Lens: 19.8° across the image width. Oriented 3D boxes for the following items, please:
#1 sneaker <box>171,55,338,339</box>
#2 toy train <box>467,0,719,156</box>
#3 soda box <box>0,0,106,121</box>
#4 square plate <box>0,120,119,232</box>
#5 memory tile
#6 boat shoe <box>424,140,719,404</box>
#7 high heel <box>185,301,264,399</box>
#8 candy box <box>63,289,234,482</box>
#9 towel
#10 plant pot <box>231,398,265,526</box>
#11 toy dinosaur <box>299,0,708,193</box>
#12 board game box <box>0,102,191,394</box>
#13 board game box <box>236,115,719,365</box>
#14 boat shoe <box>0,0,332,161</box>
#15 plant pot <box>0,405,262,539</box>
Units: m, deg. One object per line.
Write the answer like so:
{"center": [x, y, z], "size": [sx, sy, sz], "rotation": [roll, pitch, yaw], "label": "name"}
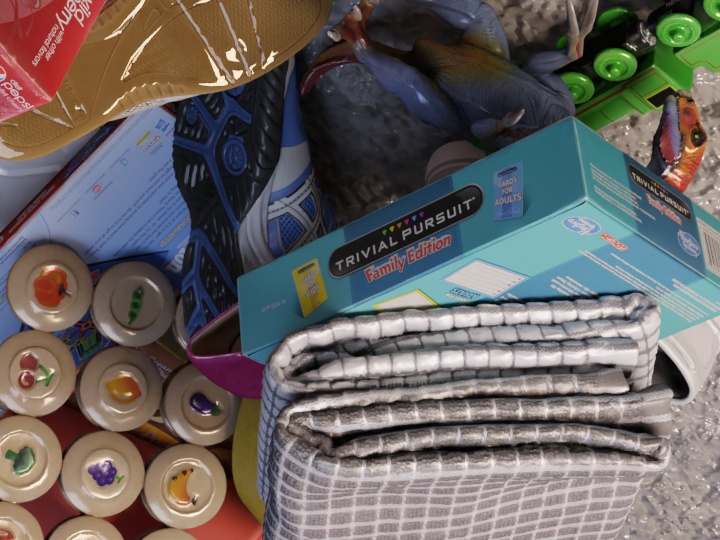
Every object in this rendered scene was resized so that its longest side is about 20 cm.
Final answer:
{"center": [-0.056, -0.045, 1.160], "size": [0.076, 0.077, 0.201], "rotation": [27, 122, 39], "label": "sneaker"}
{"center": [0.135, -0.103, 1.055], "size": [0.056, 0.042, 0.200], "rotation": [34, 138, -29], "label": "toy train"}
{"center": [-0.155, -0.157, 0.993], "size": [0.070, 0.200, 0.063], "rotation": [-17, 127, 35], "label": "soda box"}
{"center": [-0.199, -0.087, 1.214], "size": [0.197, 0.029, 0.200], "rotation": [-3, 133, 26], "label": "square plate"}
{"center": [-0.144, 0.092, 1.189], "size": [0.153, 0.201, 0.017], "rotation": [12, 173, -18], "label": "memory tile"}
{"center": [0.115, 0.005, 1.149], "size": [0.200, 0.069, 0.072], "rotation": [39, 137, -16], "label": "boat shoe"}
{"center": [0.000, 0.000, 1.094], "size": [0.200, 0.068, 0.096], "rotation": [-35, 150, 22], "label": "high heel"}
{"center": [-0.106, 0.086, 1.334], "size": [0.200, 0.055, 0.115], "rotation": [39, 135, -18], "label": "candy box"}
{"center": [0.050, 0.094, 1.011], "size": [0.199, 0.086, 0.166], "rotation": [-4, 149, -6], "label": "towel"}
{"center": [0.009, 0.105, 1.216], "size": [0.141, 0.200, 0.200], "rotation": [13, 138, 22], "label": "plant pot"}
{"center": [0.081, -0.092, 1.036], "size": [0.181, 0.105, 0.200], "rotation": [43, 164, -3], "label": "toy dinosaur"}
{"center": [-0.151, -0.012, 1.209], "size": [0.103, 0.019, 0.200], "rotation": [36, 112, -29], "label": "board game box"}
{"center": [0.064, 0.009, 1.008], "size": [0.200, 0.047, 0.151], "rotation": [-24, 147, 30], "label": "board game box"}
{"center": [-0.114, -0.121, 1.086], "size": [0.199, 0.069, 0.071], "rotation": [-21, 105, -5], "label": "boat shoe"}
{"center": [-0.176, 0.183, 1.302], "size": [0.177, 0.201, 0.201], "rotation": [34, 138, 3], "label": "plant pot"}
